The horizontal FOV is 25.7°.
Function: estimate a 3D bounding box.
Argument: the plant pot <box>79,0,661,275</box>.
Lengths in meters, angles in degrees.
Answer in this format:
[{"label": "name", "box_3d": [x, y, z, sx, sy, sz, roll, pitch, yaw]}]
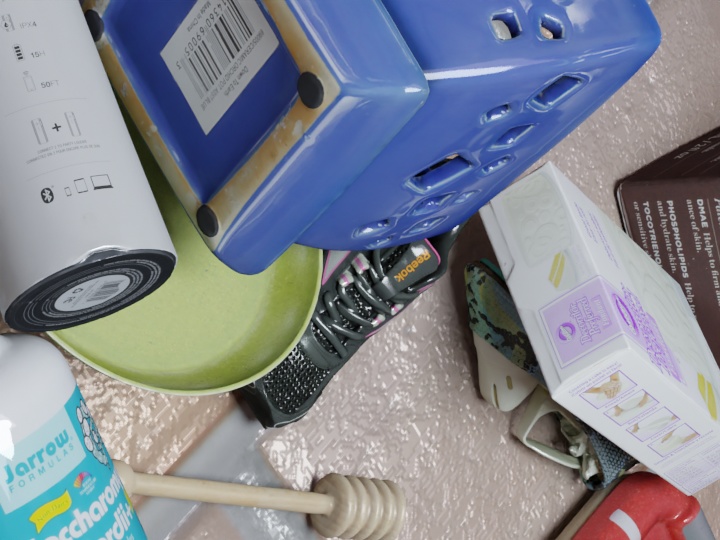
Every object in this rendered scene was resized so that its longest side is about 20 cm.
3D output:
[{"label": "plant pot", "box_3d": [-0.012, -0.122, 0.768, 0.179, 0.200, 0.201, -20, 75, -40]}]

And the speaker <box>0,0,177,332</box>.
[{"label": "speaker", "box_3d": [-0.153, -0.079, 0.711, 0.081, 0.081, 0.201, -9, 70, -41]}]

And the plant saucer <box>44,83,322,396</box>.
[{"label": "plant saucer", "box_3d": [-0.109, -0.028, 0.797, 0.199, 0.031, 0.201, 18, 58, -31]}]

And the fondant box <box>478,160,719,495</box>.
[{"label": "fondant box", "box_3d": [0.163, 0.040, 0.986, 0.200, 0.058, 0.145, 34, 30, -47]}]

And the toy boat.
[{"label": "toy boat", "box_3d": [0.189, 0.228, 1.027, 0.200, 0.130, 0.131, -43, 116, -34]}]

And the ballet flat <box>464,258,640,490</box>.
[{"label": "ballet flat", "box_3d": [0.117, 0.076, 1.014, 0.200, 0.074, 0.075, 44, 62, -28]}]

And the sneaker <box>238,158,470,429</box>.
[{"label": "sneaker", "box_3d": [0.000, 0.000, 0.892, 0.080, 0.086, 0.201, 47, 61, -28]}]

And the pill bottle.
[{"label": "pill bottle", "box_3d": [-0.166, 0.107, 0.725, 0.111, 0.110, 0.201, -35, 112, -36]}]

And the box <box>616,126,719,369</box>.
[{"label": "box", "box_3d": [0.318, -0.014, 1.101, 0.165, 0.199, 0.165, -27, 107, -40]}]

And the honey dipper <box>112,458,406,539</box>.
[{"label": "honey dipper", "box_3d": [-0.059, 0.126, 0.872, 0.199, 0.038, 0.038, 12, 81, -39]}]
